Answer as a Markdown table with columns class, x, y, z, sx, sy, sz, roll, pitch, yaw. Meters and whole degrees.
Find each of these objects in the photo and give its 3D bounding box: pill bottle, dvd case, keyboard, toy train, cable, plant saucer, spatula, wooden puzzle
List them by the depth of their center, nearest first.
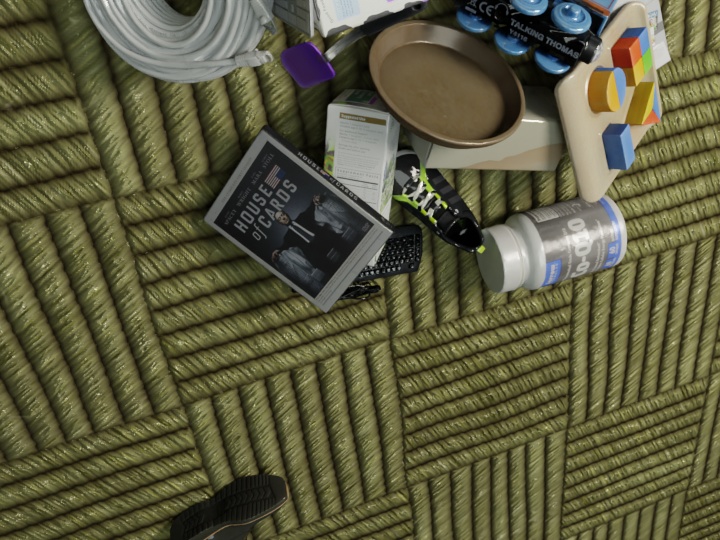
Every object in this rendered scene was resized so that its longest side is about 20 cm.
| class | x | y | z | sx | sy | sz | roll | pitch | yaw |
| --- | --- | --- | --- | --- | --- | --- | --- | --- | --- |
| cable | -0.182 | -0.289 | 0.687 | 0.197 | 0.070 | 0.203 | -8 | 118 | 22 |
| keyboard | -0.082 | -0.282 | 0.698 | 0.010 | 0.200 | 0.057 | -6 | 120 | -22 |
| spatula | -0.009 | -0.260 | 0.782 | 0.198 | 0.021 | 0.057 | -20 | 132 | 32 |
| toy train | 0.200 | -0.313 | 0.816 | 0.115 | 0.198 | 0.087 | -55 | 170 | -30 |
| plant saucer | 0.100 | -0.218 | 0.825 | 0.196 | 0.203 | 0.030 | -1 | 149 | -20 |
| dvd case | -0.078 | -0.059 | 0.864 | 0.199 | 0.025 | 0.151 | 37 | 117 | -9 |
| wooden puzzle | 0.337 | -0.216 | 0.903 | 0.200 | 0.046 | 0.187 | -45 | 129 | -24 |
| keyboard | 0.000 | 0.000 | 0.986 | 0.196 | 0.040 | 0.106 | -10 | 120 | -15 |
| pill bottle | 0.278 | -0.038 | 1.028 | 0.197 | 0.114 | 0.115 | -15 | 123 | -13 |

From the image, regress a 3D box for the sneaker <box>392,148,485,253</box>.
| class | x | y | z | sx | sy | sz | roll | pitch | yaw |
| --- | --- | --- | --- | --- | --- | --- | --- | --- | --- |
| sneaker | 0.107 | -0.091 | 0.948 | 0.199 | 0.083 | 0.072 | 34 | 102 | -31 |

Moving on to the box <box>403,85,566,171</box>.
| class | x | y | z | sx | sy | sz | roll | pitch | yaw |
| --- | --- | --- | --- | --- | --- | --- | --- | --- | --- |
| box | 0.166 | -0.188 | 0.905 | 0.196 | 0.096 | 0.079 | -1 | 134 | -19 |

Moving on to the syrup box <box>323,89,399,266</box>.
| class | x | y | z | sx | sy | sz | roll | pitch | yaw |
| --- | --- | --- | --- | --- | --- | --- | --- | --- | --- |
| syrup box | -0.001 | -0.117 | 0.880 | 0.080 | 0.079 | 0.203 | 10 | 118 | 10 |

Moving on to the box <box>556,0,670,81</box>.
| class | x | y | z | sx | sy | sz | roll | pitch | yaw |
| --- | --- | --- | --- | --- | --- | --- | --- | --- | --- |
| box | 0.322 | -0.331 | 0.925 | 0.155 | 0.041 | 0.201 | -33 | 126 | -2 |

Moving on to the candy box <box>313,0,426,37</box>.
| class | x | y | z | sx | sy | sz | roll | pitch | yaw |
| --- | --- | --- | --- | --- | --- | --- | --- | --- | --- |
| candy box | 0.020 | -0.326 | 0.732 | 0.197 | 0.168 | 0.072 | -23 | 124 | -8 |

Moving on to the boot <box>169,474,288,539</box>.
| class | x | y | z | sx | sy | sz | roll | pitch | yaw |
| --- | --- | --- | --- | --- | --- | --- | --- | --- | --- |
| boot | -0.188 | 0.415 | 1.133 | 0.197 | 0.078 | 0.139 | -22 | 129 | 7 |
